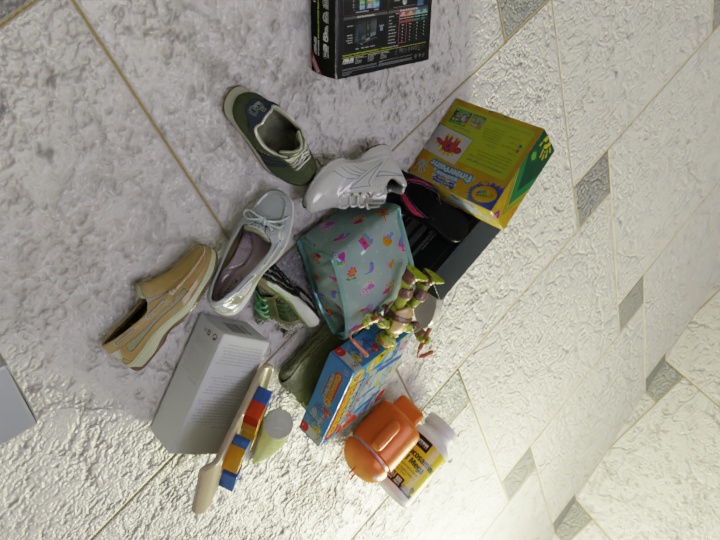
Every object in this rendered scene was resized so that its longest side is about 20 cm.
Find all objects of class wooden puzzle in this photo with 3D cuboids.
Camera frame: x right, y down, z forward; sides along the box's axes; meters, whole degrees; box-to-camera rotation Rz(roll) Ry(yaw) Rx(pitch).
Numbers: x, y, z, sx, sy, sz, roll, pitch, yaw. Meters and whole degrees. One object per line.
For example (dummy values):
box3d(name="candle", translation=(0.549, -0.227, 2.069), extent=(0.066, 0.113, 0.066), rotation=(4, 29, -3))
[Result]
box3d(name="wooden puzzle", translation=(-0.190, 0.270, 1.056), extent=(0.202, 0.046, 0.187), rotation=(-61, 176, -41))

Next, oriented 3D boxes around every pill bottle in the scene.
box3d(name="pill bottle", translation=(0.128, 0.428, 1.535), extent=(0.200, 0.112, 0.113), rotation=(-46, 138, -16))

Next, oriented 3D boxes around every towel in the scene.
box3d(name="towel", translation=(-0.057, 0.160, 1.242), extent=(0.201, 0.036, 0.149), rotation=(-48, 140, -14))

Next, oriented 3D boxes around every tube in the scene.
box3d(name="tube", translation=(-0.154, 0.293, 1.169), extent=(0.057, 0.053, 0.201), rotation=(6, 151, -9))

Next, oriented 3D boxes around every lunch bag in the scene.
box3d(name="lunch bag", translation=(0.000, 0.000, 1.140), extent=(0.169, 0.121, 0.203), rotation=(-37, 132, -25))

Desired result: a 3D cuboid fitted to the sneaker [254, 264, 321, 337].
box3d(name="sneaker", translation=(-0.141, 0.053, 1.073), extent=(0.088, 0.077, 0.200), rotation=(-39, 134, 4))

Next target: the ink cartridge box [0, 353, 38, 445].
box3d(name="ink cartridge box", translation=(-0.445, 0.118, 0.691), extent=(0.144, 0.198, 0.084), rotation=(-31, 130, -29))

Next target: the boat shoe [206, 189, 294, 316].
box3d(name="boat shoe", translation=(-0.158, -0.031, 0.969), extent=(0.204, 0.073, 0.065), rotation=(-59, 175, -13))

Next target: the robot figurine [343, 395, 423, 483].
box3d(name="robot figurine", translation=(0.045, 0.357, 1.404), extent=(0.200, 0.143, 0.118), rotation=(-43, 115, -18))

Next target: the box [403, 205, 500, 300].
box3d(name="box", translation=(0.153, -0.066, 1.242), extent=(0.200, 0.140, 0.079), rotation=(-47, 138, -13))

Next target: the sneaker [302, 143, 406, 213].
box3d(name="sneaker", translation=(-0.005, -0.135, 1.066), extent=(0.198, 0.088, 0.075), rotation=(-28, 160, -30))

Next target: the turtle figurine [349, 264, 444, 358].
box3d(name="turtle figurine", translation=(0.077, 0.073, 1.141), extent=(0.197, 0.065, 0.163), rotation=(17, 111, -36))

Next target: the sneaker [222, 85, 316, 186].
box3d(name="sneaker", translation=(-0.108, -0.173, 0.947), extent=(0.068, 0.089, 0.200), rotation=(-53, 140, -7))

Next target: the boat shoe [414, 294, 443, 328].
box3d(name="boat shoe", translation=(0.171, 0.019, 1.361), extent=(0.091, 0.074, 0.204), rotation=(-6, 117, -35))

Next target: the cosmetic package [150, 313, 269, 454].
box3d(name="cosmetic package", translation=(-0.233, 0.179, 1.043), extent=(0.101, 0.071, 0.203), rotation=(19, 99, -50))

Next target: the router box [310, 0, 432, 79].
box3d(name="router box", translation=(0.018, -0.375, 0.978), extent=(0.198, 0.062, 0.153), rotation=(-23, 129, -35))

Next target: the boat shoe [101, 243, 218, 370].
box3d(name="boat shoe", translation=(-0.277, 0.040, 0.923), extent=(0.076, 0.071, 0.202), rotation=(39, 82, -34))

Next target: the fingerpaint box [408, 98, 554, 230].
box3d(name="fingerpaint box", translation=(0.210, -0.190, 1.181), extent=(0.169, 0.199, 0.073), rotation=(-56, 140, -4))

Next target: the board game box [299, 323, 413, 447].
box3d(name="board game box", translation=(-0.005, 0.195, 1.224), extent=(0.195, 0.056, 0.203), rotation=(-28, 149, -48))

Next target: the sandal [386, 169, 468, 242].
box3d(name="sandal", translation=(0.104, -0.120, 1.149), extent=(0.076, 0.197, 0.045), rotation=(-62, -175, -18))
